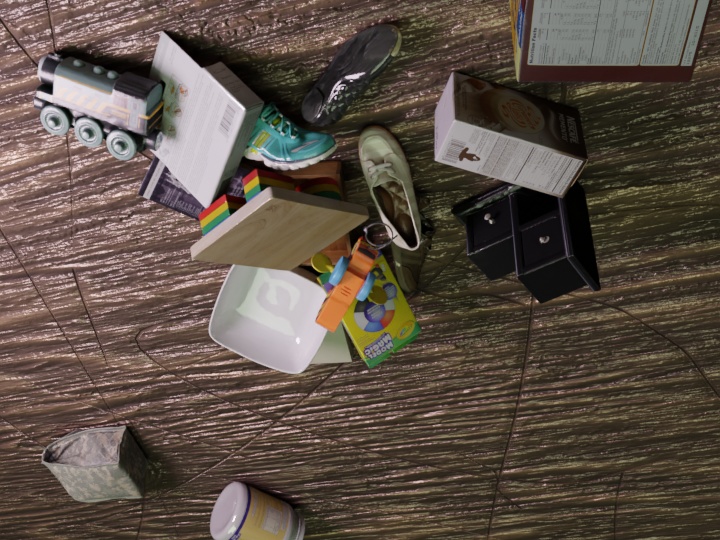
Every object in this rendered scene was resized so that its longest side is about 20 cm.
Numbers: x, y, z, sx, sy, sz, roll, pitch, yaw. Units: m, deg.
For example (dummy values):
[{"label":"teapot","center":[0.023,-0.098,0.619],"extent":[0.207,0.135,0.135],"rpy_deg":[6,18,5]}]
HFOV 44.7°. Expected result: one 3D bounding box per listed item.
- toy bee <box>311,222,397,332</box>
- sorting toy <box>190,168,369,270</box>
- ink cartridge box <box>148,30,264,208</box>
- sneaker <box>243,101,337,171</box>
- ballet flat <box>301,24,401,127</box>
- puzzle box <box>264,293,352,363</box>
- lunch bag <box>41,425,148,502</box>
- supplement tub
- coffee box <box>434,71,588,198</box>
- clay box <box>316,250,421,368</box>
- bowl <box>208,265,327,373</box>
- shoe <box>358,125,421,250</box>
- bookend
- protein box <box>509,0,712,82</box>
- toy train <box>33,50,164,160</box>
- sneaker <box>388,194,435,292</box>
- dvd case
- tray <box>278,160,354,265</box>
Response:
[{"label":"toy bee","center":[0.000,0.000,1.385],"extent":[0.199,0.109,0.131],"rpy_deg":[-35,106,20]},{"label":"sorting toy","center":[-0.125,-0.079,1.316],"extent":[0.197,0.071,0.199],"rpy_deg":[7,150,-46]},{"label":"ink cartridge box","center":[-0.240,-0.219,1.273],"extent":[0.174,0.043,0.201],"rpy_deg":[44,134,13]},{"label":"sneaker","center":[-0.127,-0.198,1.262],"extent":[0.197,0.078,0.081],"rpy_deg":[15,130,21]},{"label":"ballet flat","center":[-0.011,-0.273,1.222],"extent":[0.056,0.067,0.199],"rpy_deg":[-10,159,-49]},{"label":"puzzle box","center":[-0.093,0.105,1.645],"extent":[0.131,0.026,0.202],"rpy_deg":[-3,136,9]},{"label":"lunch bag","center":[-0.606,0.444,1.997],"extent":[0.196,0.119,0.165],"rpy_deg":[-7,137,7]},{"label":"supplement tub","center":[-0.248,0.612,2.117],"extent":[0.198,0.147,0.145],"rpy_deg":[31,132,-25]},{"label":"coffee box","center":[0.208,-0.190,1.232],"extent":[0.197,0.116,0.080],"rpy_deg":[14,137,-11]},{"label":"clay box","center":[0.023,0.068,1.483],"extent":[0.114,0.048,0.202],"rpy_deg":[-32,113,-7]},{"label":"bowl","center":[-0.149,0.065,1.539],"extent":[0.197,0.075,0.201],"rpy_deg":[24,120,-5]},{"label":"shoe","center":[0.050,-0.122,1.324],"extent":[0.069,0.054,0.202],"rpy_deg":[-20,110,5]},{"label":"bookend","center":[0.244,-0.037,1.328],"extent":[0.198,0.201,0.092],"rpy_deg":[-25,132,30]},{"label":"protein box","center":[0.278,-0.330,1.010],"extent":[0.196,0.201,0.136],"rpy_deg":[1,138,4]},{"label":"toy train","center":[-0.374,-0.240,1.258],"extent":[0.197,0.086,0.115],"rpy_deg":[20,124,3]},{"label":"sneaker","center":[0.089,-0.040,1.439],"extent":[0.074,0.071,0.202],"rpy_deg":[-7,137,7]},{"label":"dvd case","center":[-0.244,-0.134,1.412],"extent":[0.198,0.016,0.149],"rpy_deg":[23,135,-18]},{"label":"tray","center":[-0.068,-0.090,1.427],"extent":[0.097,0.037,0.202],"rpy_deg":[-1,138,7]}]
